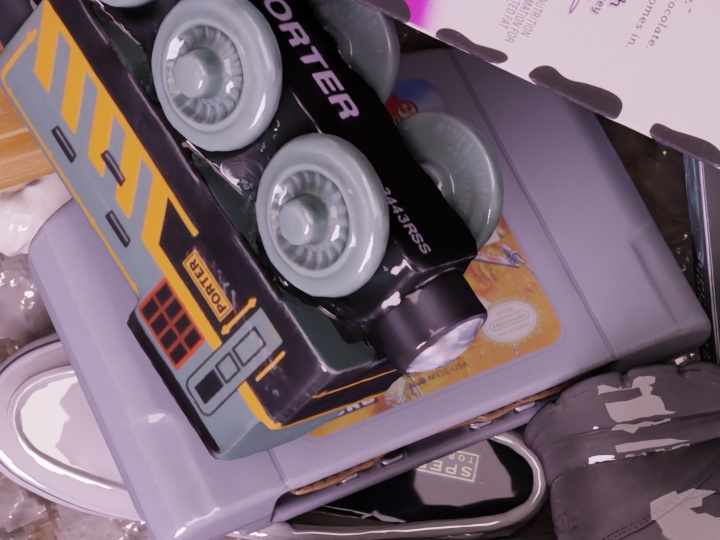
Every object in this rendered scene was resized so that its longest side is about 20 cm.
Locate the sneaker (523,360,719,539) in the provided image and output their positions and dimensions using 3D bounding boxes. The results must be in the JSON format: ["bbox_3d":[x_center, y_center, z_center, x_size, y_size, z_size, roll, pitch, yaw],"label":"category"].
[{"bbox_3d":[0.155,0.070,0.821,0.198,0.076,0.092,-10,72,6],"label":"sneaker"}]

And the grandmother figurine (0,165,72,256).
[{"bbox_3d":[-0.168,-0.081,0.879,0.200,0.061,0.121,45,98,4],"label":"grandmother figurine"}]

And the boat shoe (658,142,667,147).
[{"bbox_3d":[0.150,-0.136,0.867,0.072,0.072,0.200,44,89,-6],"label":"boat shoe"}]

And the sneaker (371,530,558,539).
[{"bbox_3d":[0.024,0.136,0.860,0.199,0.120,0.084,11,67,-37],"label":"sneaker"}]

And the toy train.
[{"bbox_3d":[-0.043,-0.041,0.771,0.114,0.085,0.201,-44,74,34],"label":"toy train"}]

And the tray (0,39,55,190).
[{"bbox_3d":[-0.108,-0.084,0.850,0.199,0.037,0.099,-19,80,-21],"label":"tray"}]

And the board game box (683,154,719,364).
[{"bbox_3d":[0.172,-0.045,0.848,0.134,0.028,0.202,-10,113,-4],"label":"board game box"}]

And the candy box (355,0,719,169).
[{"bbox_3d":[0.047,-0.129,0.726,0.199,0.061,0.137,23,99,-29],"label":"candy box"}]

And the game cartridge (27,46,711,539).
[{"bbox_3d":[0.000,0.000,0.846,0.199,0.042,0.134,-21,73,-18],"label":"game cartridge"}]

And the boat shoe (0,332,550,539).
[{"bbox_3d":[-0.032,0.054,0.869,0.198,0.065,0.074,3,88,0],"label":"boat shoe"}]
